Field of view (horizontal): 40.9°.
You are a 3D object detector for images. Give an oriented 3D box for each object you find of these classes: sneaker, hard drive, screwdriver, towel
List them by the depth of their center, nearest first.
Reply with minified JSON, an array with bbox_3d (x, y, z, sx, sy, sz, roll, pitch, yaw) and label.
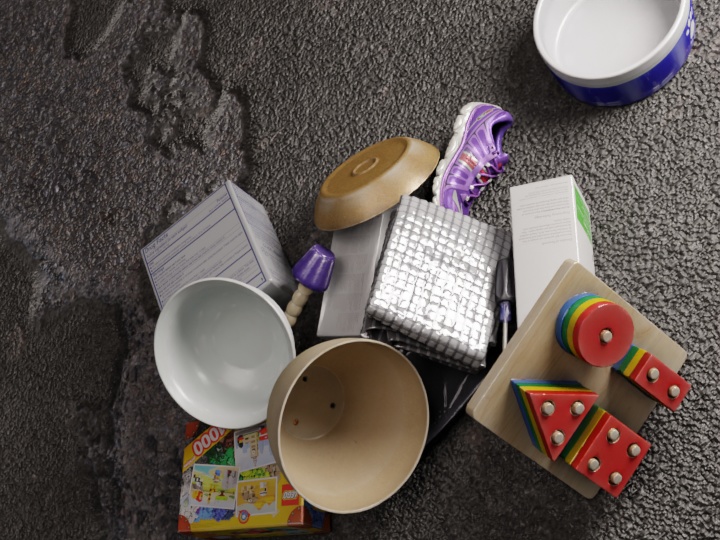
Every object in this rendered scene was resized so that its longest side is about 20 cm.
[{"bbox_3d":[0.166,0.076,1.121,0.029,0.027,0.203,132,150,-58],"label":"screwdriver"},{"bbox_3d":[0.094,0.020,1.190,0.163,0.086,0.202,21,55,-6],"label":"towel"},{"bbox_3d":[0.073,0.156,1.237,0.200,0.042,0.135,-47,55,6],"label":"hard drive"},{"bbox_3d":[0.152,-0.133,1.289,0.082,0.081,0.203,12,76,27],"label":"sneaker"}]

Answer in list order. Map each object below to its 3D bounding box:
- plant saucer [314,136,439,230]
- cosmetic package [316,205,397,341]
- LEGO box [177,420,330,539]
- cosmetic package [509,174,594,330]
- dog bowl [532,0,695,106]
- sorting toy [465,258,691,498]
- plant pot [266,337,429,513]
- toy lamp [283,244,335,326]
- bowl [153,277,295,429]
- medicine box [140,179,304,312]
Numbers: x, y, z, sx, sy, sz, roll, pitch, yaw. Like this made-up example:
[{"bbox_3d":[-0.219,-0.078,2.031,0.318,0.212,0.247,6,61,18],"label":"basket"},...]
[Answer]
[{"bbox_3d":[0.014,-0.129,1.323,0.198,0.036,0.201,-27,23,12],"label":"plant saucer"},{"bbox_3d":[0.000,0.000,1.337,0.081,0.050,0.204,-3,69,34],"label":"cosmetic package"},{"bbox_3d":[-0.139,0.274,1.291,0.197,0.077,0.152,-11,65,26],"label":"LEGO box"},{"bbox_3d":[0.235,0.004,1.165,0.083,0.107,0.204,-10,67,22],"label":"cosmetic package"},{"bbox_3d":[0.330,-0.320,1.258,0.197,0.079,0.204,-11,66,26],"label":"dog bowl"},{"bbox_3d":[0.250,0.129,1.046,0.201,0.198,0.070,-55,22,0],"label":"sorting toy"},{"bbox_3d":[-0.035,0.173,1.169,0.134,0.199,0.203,12,75,61],"label":"plant pot"},{"bbox_3d":[-0.094,0.055,1.329,0.058,0.058,0.202,45,114,35],"label":"toy lamp"},{"bbox_3d":[-0.166,0.099,1.283,0.197,0.090,0.205,4,103,15],"label":"bowl"},{"bbox_3d":[-0.204,0.008,1.421,0.181,0.103,0.202,-35,57,13],"label":"medicine box"}]
